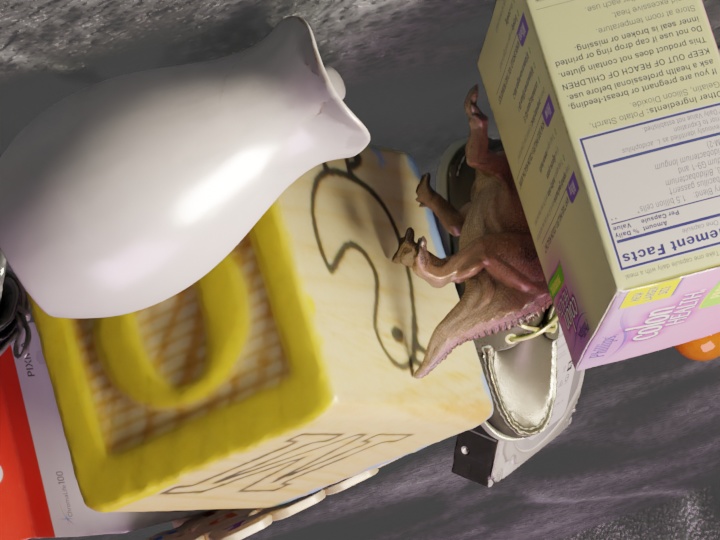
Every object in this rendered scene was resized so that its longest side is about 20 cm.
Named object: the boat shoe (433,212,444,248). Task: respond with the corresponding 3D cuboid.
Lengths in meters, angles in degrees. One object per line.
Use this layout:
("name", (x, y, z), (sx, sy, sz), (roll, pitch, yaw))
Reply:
("boat shoe", (0.001, 0.003, 1.810), (0.199, 0.074, 0.068), (-31, -177, 21))

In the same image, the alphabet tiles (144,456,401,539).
("alphabet tiles", (-0.061, 0.159, 1.846), (0.200, 0.015, 0.196), (-25, -175, -14))

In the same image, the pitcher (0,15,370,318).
("pitcher", (-0.097, -0.058, 1.465), (0.200, 0.121, 0.172), (-29, 180, 4))

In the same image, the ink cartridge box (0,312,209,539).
("ink cartridge box", (-0.208, 0.108, 1.847), (0.200, 0.160, 0.047), (-14, -168, -12))

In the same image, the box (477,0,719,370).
("box", (0.146, -0.068, 1.496), (0.097, 0.200, 0.176), (-14, 165, -7))

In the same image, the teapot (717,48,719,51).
("teapot", (0.239, -0.053, 1.770), (0.200, 0.146, 0.197), (-27, 163, 38))

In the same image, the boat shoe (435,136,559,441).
("boat shoe", (0.095, 0.014, 1.720), (0.072, 0.202, 0.060), (-13, -171, -29))

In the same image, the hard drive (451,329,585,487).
("hard drive", (0.126, 0.040, 1.890), (0.038, 0.200, 0.140), (20, -155, 24))

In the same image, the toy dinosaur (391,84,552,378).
("toy dinosaur", (0.101, -0.020, 1.620), (0.135, 0.200, 0.086), (22, 158, -9))

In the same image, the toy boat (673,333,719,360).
("toy boat", (0.250, 0.005, 2.034), (0.200, 0.131, 0.130), (-26, 164, 33))

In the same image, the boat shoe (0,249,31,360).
("boat shoe", (-0.240, 0.026, 1.676), (0.068, 0.074, 0.199), (0, 155, -5))

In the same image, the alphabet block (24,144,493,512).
("alphabet block", (-0.066, 0.034, 1.669), (0.196, 0.196, 0.200), (-26, 164, 27))
